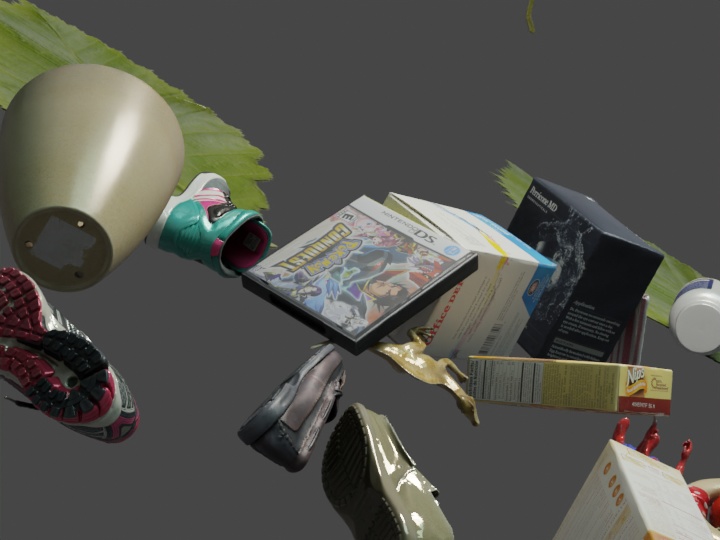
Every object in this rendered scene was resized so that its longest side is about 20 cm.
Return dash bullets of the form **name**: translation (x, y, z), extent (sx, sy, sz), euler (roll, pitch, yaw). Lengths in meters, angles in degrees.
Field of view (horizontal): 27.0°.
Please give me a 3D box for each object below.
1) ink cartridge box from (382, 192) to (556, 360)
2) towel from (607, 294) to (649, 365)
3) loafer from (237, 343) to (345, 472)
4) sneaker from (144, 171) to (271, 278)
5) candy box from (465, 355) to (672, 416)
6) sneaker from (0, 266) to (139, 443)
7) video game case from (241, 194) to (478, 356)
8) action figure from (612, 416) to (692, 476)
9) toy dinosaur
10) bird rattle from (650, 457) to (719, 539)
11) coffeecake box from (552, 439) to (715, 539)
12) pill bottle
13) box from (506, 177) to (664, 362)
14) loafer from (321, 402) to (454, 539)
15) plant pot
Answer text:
- **ink cartridge box**: translation (0.106, 0.011, 1.834), extent (0.145, 0.147, 0.200), euler (38, 17, 36)
- **towel**: translation (0.347, 0.059, 2.109), extent (0.030, 0.147, 0.200), euler (-9, 29, -20)
- **loafer**: translation (-0.051, 0.126, 1.350), extent (0.063, 0.072, 0.200), euler (47, 21, 0)
- **sneaker**: translation (-0.155, -0.052, 1.710), extent (0.121, 0.084, 0.200), euler (24, 22, 6)
- **candy box**: translation (0.230, 0.128, 1.665), extent (0.200, 0.055, 0.115), euler (0, -7, 41)
- **sneaker**: translation (-0.249, 0.071, 1.169), extent (0.200, 0.081, 0.075), euler (39, -10, 37)
- **video game case**: translation (0.000, 0.000, 1.678), extent (0.181, 0.026, 0.200), euler (30, 49, 34)
- **action figure**: translation (0.333, 0.201, 1.698), extent (0.065, 0.099, 0.200), euler (26, 17, -2)
- **toy dinosaur**: translation (0.051, 0.095, 1.629), extent (0.200, 0.058, 0.101), euler (27, 16, -1)
- **bird rattle**: translation (0.361, 0.260, 1.509), extent (0.163, 0.113, 0.200), euler (-8, 23, -33)
- **coffeecake box**: translation (0.208, 0.249, 1.184), extent (0.073, 0.154, 0.200), euler (25, 15, -7)
- **pill bottle**: translation (0.572, 0.080, 2.504), extent (0.111, 0.111, 0.200), euler (30, 14, 10)
- **box**: translation (0.278, 0.009, 2.049), extent (0.117, 0.200, 0.197), euler (18, 16, -31)
- **loafer**: translation (0.023, 0.187, 1.242), extent (0.068, 0.076, 0.200), euler (21, 25, -27)
- **plant pot**: translation (-0.272, -0.072, 1.443), extent (0.187, 0.187, 0.200), euler (24, 29, -14)
